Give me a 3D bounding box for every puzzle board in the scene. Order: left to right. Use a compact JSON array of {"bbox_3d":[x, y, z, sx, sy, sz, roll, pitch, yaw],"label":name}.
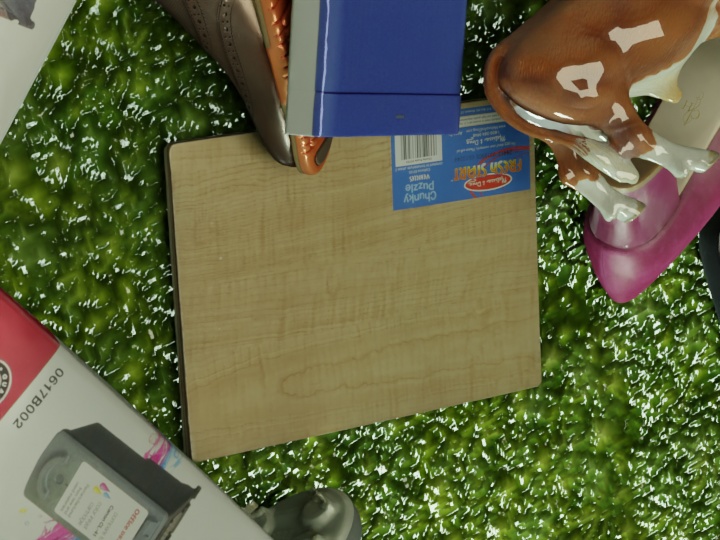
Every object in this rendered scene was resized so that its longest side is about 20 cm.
[{"bbox_3d":[0.000,0.000,1.020,0.199,0.017,0.152,-11,105,-29],"label":"puzzle board"}]

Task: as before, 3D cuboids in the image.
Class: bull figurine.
[{"bbox_3d":[0.148,-0.120,1.004,0.200,0.065,0.122,-42,96,-11],"label":"bull figurine"}]

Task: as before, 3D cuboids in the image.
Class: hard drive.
[{"bbox_3d":[0.013,-0.161,0.941,0.132,0.025,0.201,-8,103,-61],"label":"hard drive"}]

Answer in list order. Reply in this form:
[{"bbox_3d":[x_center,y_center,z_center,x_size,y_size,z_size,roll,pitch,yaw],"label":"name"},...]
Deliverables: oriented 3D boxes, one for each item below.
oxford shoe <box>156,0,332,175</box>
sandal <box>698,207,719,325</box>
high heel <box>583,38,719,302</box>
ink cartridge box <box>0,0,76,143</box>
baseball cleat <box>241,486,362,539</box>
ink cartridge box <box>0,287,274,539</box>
[{"bbox_3d":[-0.061,-0.131,0.930,0.071,0.073,0.201,-63,141,-55],"label":"oxford shoe"},{"bbox_3d":[0.236,0.049,1.153,0.076,0.043,0.201,-36,117,-19],"label":"sandal"},{"bbox_3d":[0.188,-0.070,1.099,0.200,0.067,0.096,-47,149,-27],"label":"high heel"},{"bbox_3d":[-0.157,-0.152,0.815,0.084,0.145,0.201,30,86,-33],"label":"ink cartridge box"},{"bbox_3d":[-0.059,0.195,1.009,0.200,0.070,0.106,-46,127,-3],"label":"baseball cleat"},{"bbox_3d":[-0.153,0.109,0.915,0.200,0.086,0.148,45,77,-28],"label":"ink cartridge box"}]
